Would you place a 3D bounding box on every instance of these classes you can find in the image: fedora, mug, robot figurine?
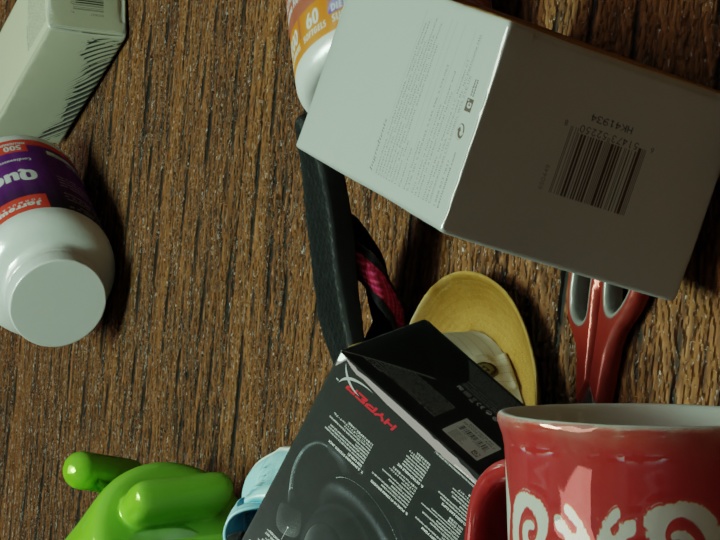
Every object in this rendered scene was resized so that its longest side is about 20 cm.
[{"bbox_3d":[0.027,0.094,1.373,0.200,0.081,0.202,-176,90,-69],"label":"fedora"},{"bbox_3d":[0.119,0.158,1.090,0.178,0.133,0.201,-176,87,-84],"label":"mug"},{"bbox_3d":[-0.140,0.200,1.737,0.200,0.115,0.176,-50,53,56],"label":"robot figurine"}]

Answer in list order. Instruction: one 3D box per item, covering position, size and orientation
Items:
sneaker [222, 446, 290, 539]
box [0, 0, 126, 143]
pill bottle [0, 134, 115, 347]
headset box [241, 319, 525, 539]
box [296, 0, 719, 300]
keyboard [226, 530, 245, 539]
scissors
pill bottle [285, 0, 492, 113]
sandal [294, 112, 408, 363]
[{"bbox_3d":[-0.048,0.143,1.559,0.200,0.082,0.074,-169,85,-69],"label":"sneaker"},{"bbox_3d":[-0.254,-0.185,2.181,0.200,0.068,0.083,134,137,-59],"label":"box"},{"bbox_3d":[-0.261,-0.021,2.102,0.200,0.112,0.113,-123,42,-57],"label":"pill bottle"},{"bbox_3d":[0.022,0.150,1.265,0.149,0.075,0.200,40,122,23],"label":"headset box"},{"bbox_3d":[0.069,-0.068,1.228,0.200,0.124,0.098,33,106,66],"label":"box"},{"bbox_3d":[-0.042,0.250,1.461,0.127,0.021,0.201,-80,-26,-70],"label":"keyboard"},{"bbox_3d":[0.111,0.066,1.267,0.073,0.014,0.201,-148,64,-64],"label":"scissors"},{"bbox_3d":[0.010,-0.182,1.437,0.112,0.112,0.201,126,143,-53],"label":"pill bottle"},{"bbox_3d":[0.000,0.000,1.485,0.075,0.045,0.201,-124,23,-55],"label":"sandal"}]
